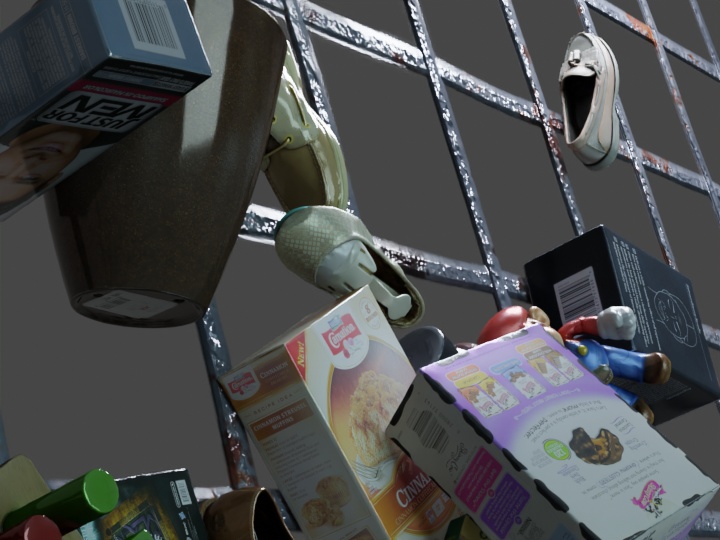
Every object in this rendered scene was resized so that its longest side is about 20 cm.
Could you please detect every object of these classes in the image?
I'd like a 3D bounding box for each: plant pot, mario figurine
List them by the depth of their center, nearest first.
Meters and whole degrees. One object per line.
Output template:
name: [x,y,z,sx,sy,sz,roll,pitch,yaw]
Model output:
plant pot: [-0.148,-0.069,1.145,0.186,0.185,0.202,24,62,-48]
mario figurine: [0.202,0.097,1.578,0.198,0.106,0.125,18,58,-19]

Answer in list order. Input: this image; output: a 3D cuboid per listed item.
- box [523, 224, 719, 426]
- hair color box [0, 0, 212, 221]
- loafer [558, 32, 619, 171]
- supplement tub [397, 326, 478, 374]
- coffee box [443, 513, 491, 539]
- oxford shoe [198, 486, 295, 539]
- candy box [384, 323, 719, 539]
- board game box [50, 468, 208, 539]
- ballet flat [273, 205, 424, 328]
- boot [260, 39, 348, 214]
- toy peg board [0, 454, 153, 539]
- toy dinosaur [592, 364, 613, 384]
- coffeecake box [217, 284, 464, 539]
box: [0.280,0.065,1.767,0.199,0.106,0.150,26,45,-46]
hair color box: [-0.200,-0.102,1.033,0.099,0.199,0.061,2,63,-57]
loafer: [0.275,-0.218,2.032,0.063,0.072,0.202,26,48,-36]
supplement tub: [0.103,0.135,1.425,0.200,0.106,0.108,45,34,-28]
coffee box: [0.095,0.293,1.217,0.122,0.044,0.202,24,69,-6]
oxford shoe: [-0.052,0.243,1.127,0.071,0.071,0.202,-21,86,-62]
candy box: [0.146,0.144,1.259,0.200,0.072,0.167,43,34,25]
board game box: [-0.131,0.230,1.052,0.135,0.028,0.202,2,66,-57]
ballet flat: [0.000,0.000,1.378,0.062,0.068,0.200,42,7,32]
boot: [-0.095,-0.124,1.350,0.155,0.072,0.202,2,63,-58]
toy peg board: [-0.171,0.218,0.894,0.201,0.097,0.199,57,37,-5]
toy dinosaur: [0.202,0.181,1.533,0.088,0.047,0.202,5,99,-50]
coffeecake box: [-0.003,0.133,1.290,0.201,0.073,0.153,61,30,-3]
